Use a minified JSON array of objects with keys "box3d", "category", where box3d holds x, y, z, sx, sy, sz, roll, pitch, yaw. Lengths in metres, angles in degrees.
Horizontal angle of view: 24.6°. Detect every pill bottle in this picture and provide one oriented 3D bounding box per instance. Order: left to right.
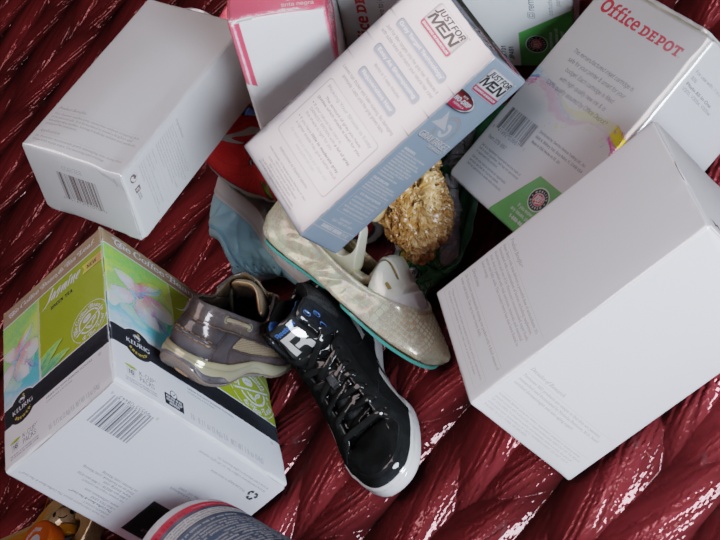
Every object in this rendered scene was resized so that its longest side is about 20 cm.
[{"box3d":[-0.076,0.253,1.219,0.199,0.119,0.120,16,73,53],"category":"pill bottle"}]

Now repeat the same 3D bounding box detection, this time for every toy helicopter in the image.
[{"box3d":[-0.298,0.242,1.521,0.199,0.079,0.133,-24,44,40],"category":"toy helicopter"}]

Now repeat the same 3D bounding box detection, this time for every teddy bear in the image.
[{"box3d":[0.025,-0.103,1.342,0.145,0.066,0.202,-32,52,55],"category":"teddy bear"}]

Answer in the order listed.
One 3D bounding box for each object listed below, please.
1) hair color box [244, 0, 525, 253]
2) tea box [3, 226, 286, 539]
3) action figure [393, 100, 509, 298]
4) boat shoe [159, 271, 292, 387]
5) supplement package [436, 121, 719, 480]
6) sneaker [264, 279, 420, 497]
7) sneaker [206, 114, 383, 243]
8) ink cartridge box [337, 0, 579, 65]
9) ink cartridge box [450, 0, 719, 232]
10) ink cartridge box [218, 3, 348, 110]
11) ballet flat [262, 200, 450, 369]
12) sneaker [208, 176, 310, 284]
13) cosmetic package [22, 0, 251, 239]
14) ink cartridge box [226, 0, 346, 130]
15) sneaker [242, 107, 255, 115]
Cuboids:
[{"box3d":[0.016,-0.119,1.258,0.200,0.061,0.099,-42,60,14],"category":"hair color box"},{"box3d":[-0.186,0.108,1.397,0.133,0.200,0.198,-39,38,18],"category":"tea box"},{"box3d":[0.065,-0.062,1.390,0.117,0.055,0.202,-11,56,40],"category":"action figure"},{"box3d":[-0.092,0.045,1.375,0.074,0.200,0.074,28,105,15],"category":"boat shoe"},{"box3d":[0.173,0.023,1.131,0.200,0.120,0.122,-38,36,20],"category":"supplement package"},{"box3d":[-0.025,0.088,1.308,0.073,0.112,0.201,-43,36,16],"category":"sneaker"},{"box3d":[-0.063,-0.091,1.458,0.199,0.085,0.078,25,90,22],"category":"sneaker"},{"box3d":[0.080,-0.245,1.370,0.198,0.147,0.084,1,59,11],"category":"ink cartridge box"},{"box3d":[0.186,-0.103,1.252,0.201,0.087,0.145,-52,36,6],"category":"ink cartridge box"},{"box3d":[-0.029,-0.198,1.512,0.199,0.083,0.146,28,82,25],"category":"ink cartridge box"},{"box3d":[0.000,0.000,1.322,0.199,0.067,0.063,37,114,21],"category":"ballet flat"},{"box3d":[-0.080,-0.016,1.513,0.200,0.073,0.083,45,125,50],"category":"sneaker"},{"box3d":[-0.183,-0.135,1.419,0.112,0.082,0.200,19,54,26],"category":"cosmetic package"},{"box3d":[-0.061,-0.238,1.386,0.084,0.146,0.201,-9,54,4],"category":"ink cartridge box"},{"box3d":[-0.068,-0.160,1.592,0.199,0.082,0.074,-19,45,31],"category":"sneaker"}]
